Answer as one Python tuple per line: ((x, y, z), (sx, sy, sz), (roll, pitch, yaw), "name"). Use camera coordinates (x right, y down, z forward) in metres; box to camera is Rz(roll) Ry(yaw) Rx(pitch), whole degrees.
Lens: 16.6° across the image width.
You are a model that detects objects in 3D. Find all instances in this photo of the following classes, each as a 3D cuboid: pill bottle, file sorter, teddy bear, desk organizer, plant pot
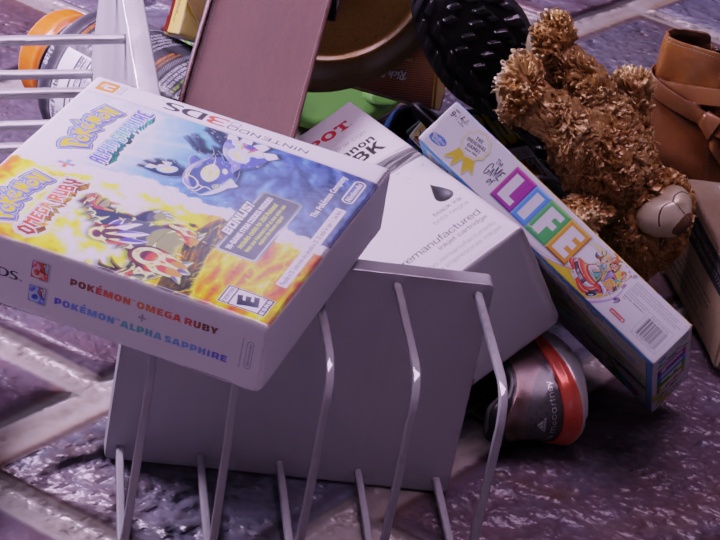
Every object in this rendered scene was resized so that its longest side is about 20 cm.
((-0.157, -0.120, 1.751), (0.106, 0.107, 0.200), (-14, 34, -43), "pill bottle")
((-0.032, 0.079, 1.335), (0.199, 0.139, 0.125), (7, 28, -9), "file sorter")
((-0.201, -0.102, 1.568), (0.124, 0.139, 0.200), (-3, 50, -14), "file sorter")
((0.162, -0.082, 1.643), (0.067, 0.200, 0.145), (-20, 10, 38), "teddy bear")
((-0.059, -0.157, 1.583), (0.077, 0.072, 0.201), (13, 68, 3), "desk organizer")
((-0.025, -0.221, 1.686), (0.199, 0.201, 0.027), (3, 7, -16), "plant pot")

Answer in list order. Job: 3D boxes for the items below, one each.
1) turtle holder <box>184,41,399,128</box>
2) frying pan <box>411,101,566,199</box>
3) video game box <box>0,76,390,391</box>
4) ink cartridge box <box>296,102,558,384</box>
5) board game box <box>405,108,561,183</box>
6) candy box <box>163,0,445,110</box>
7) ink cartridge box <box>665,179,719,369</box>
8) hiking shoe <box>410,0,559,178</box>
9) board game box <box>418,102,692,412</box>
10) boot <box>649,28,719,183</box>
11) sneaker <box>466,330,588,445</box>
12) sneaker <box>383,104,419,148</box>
((-0.035, -0.171, 1.913), (0.185, 0.141, 0.132), (-27, 3, 11), "turtle holder")
((0.118, -0.052, 1.692), (0.190, 0.031, 0.115), (55, 24, 4), "frying pan")
((-0.100, -0.025, 1.310), (0.182, 0.047, 0.200), (16, 30, 12), "video game box")
((0.000, 0.000, 1.509), (0.147, 0.083, 0.200), (-36, 41, -13), "ink cartridge box")
((0.111, -0.070, 1.753), (0.105, 0.023, 0.200), (54, 27, 11), "board game box")
((-0.026, -0.193, 1.732), (0.199, 0.117, 0.056), (16, 3, -16), "candy box")
((0.326, 0.011, 1.705), (0.199, 0.075, 0.165), (7, 23, -12), "ink cartridge box")
((0.101, -0.143, 1.724), (0.200, 0.076, 0.101), (47, 10, -20), "hiking shoe")
((0.121, -0.006, 1.529), (0.200, 0.034, 0.134), (45, -7, 15), "board game box")
((0.293, -0.094, 1.820), (0.199, 0.156, 0.077), (11, 23, -2), "boot")
((0.064, 0.042, 1.534), (0.082, 0.077, 0.200), (-9, 30, -24), "sneaker")
((0.048, -0.052, 1.726), (0.066, 0.079, 0.200), (4, 26, -19), "sneaker")
